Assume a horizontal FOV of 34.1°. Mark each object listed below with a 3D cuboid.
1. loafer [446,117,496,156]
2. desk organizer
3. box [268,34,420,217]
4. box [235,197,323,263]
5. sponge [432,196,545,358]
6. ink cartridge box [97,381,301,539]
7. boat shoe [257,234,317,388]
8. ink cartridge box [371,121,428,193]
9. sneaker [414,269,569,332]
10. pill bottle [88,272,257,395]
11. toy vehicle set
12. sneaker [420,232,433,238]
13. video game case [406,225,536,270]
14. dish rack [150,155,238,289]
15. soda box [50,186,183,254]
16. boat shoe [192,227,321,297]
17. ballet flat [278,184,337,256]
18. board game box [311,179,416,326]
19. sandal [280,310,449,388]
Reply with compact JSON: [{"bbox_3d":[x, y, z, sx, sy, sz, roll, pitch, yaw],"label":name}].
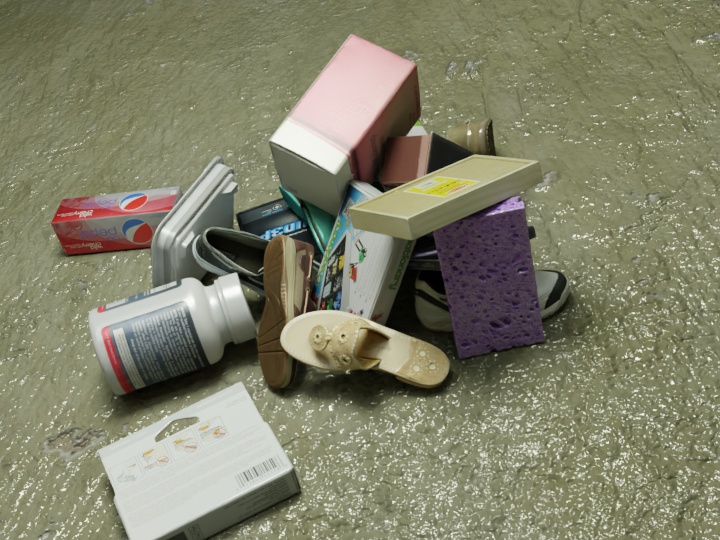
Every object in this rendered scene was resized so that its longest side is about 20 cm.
[{"bbox_3d":[0.160,-0.178,1.703,0.067,0.076,0.200,-6,0,4],"label":"loafer"},{"bbox_3d":[0.120,-0.124,1.598,0.077,0.200,0.072,1,79,40],"label":"desk organizer"},{"bbox_3d":[-0.017,-0.191,1.570,0.109,0.128,0.200,28,70,18],"label":"box"},{"bbox_3d":[-0.069,-0.057,1.706,0.200,0.046,0.159,-18,38,-5],"label":"box"},{"bbox_3d":[0.155,0.011,1.419,0.111,0.200,0.030,-11,33,5],"label":"sponge"},{"bbox_3d":[-0.194,0.236,1.386,0.200,0.044,0.174,-25,38,-12],"label":"ink cartridge box"},{"bbox_3d":[-0.085,0.055,1.517,0.072,0.072,0.200,-24,61,50],"label":"boat shoe"},{"bbox_3d":[0.057,-0.118,1.676,0.148,0.076,0.200,-5,55,-38],"label":"ink cartridge box"},{"bbox_3d":[0.166,0.022,1.494,0.200,0.088,0.076,-11,37,4],"label":"sneaker"},{"bbox_3d":[-0.243,0.077,1.539,0.200,0.120,0.120,-18,38,-4],"label":"pill bottle"},{"bbox_3d":[0.101,-0.090,1.396,0.200,0.027,0.124,-24,21,-27],"label":"toy vehicle set"},{"bbox_3d":[0.059,-0.074,1.521,0.200,0.087,0.075,-12,66,26],"label":"sneaker"},{"bbox_3d":[0.116,-0.030,1.544,0.143,0.019,0.200,-20,11,-25],"label":"video game case"},{"bbox_3d":[-0.227,-0.046,1.661,0.044,0.172,0.200,22,49,12],"label":"dish rack"},{"bbox_3d":[-0.368,-0.076,1.812,0.200,0.070,0.063,-6,40,12],"label":"soda box"},{"bbox_3d":[-0.128,-0.005,1.579,0.200,0.071,0.072,16,73,-11],"label":"boat shoe"},{"bbox_3d":[-0.053,-0.084,1.639,0.070,0.067,0.200,-28,39,-6],"label":"ballet flat"},{"bbox_3d":[0.000,0.000,1.505,0.035,0.200,0.126,5,23,-39],"label":"board game box"},{"bbox_3d":[0.007,0.087,1.420,0.211,0.070,0.078,15,71,4],"label":"sandal"}]
